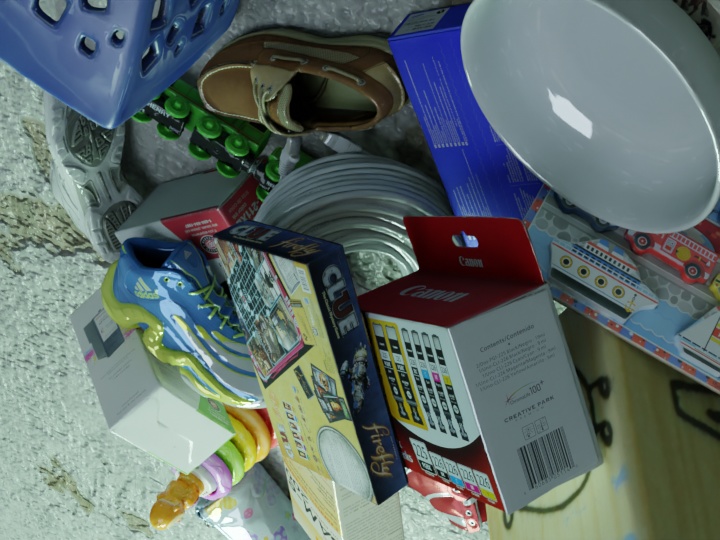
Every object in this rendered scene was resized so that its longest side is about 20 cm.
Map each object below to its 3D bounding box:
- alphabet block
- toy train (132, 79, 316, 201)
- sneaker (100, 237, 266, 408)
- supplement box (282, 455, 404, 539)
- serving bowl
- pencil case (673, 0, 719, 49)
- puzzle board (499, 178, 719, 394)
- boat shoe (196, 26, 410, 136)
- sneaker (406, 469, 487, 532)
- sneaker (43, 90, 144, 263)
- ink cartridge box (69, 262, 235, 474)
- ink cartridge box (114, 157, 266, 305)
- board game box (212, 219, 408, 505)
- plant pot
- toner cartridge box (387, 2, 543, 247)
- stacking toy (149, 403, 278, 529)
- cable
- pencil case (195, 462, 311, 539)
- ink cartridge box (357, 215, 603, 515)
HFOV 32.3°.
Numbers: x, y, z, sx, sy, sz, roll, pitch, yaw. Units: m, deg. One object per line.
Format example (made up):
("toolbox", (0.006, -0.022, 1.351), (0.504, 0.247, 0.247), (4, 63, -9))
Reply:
("alphabet block", (0.217, 0.153, 0.929), (0.194, 0.202, 0.195), (12, 145, -25))
("toy train", (-0.110, -0.112, 1.063), (0.199, 0.057, 0.042), (33, 137, 1))
("sneaker", (-0.142, 0.040, 1.083), (0.198, 0.076, 0.106), (28, 137, 10))
("supplement box", (-0.021, 0.206, 1.242), (0.126, 0.073, 0.202), (44, 151, 44))
("serving bowl", (0.160, -0.119, 0.790), (0.199, 0.066, 0.201), (37, 158, 18))
("pencil case", (0.167, -0.220, 0.760), (0.199, 0.090, 0.078), (37, 131, -2))
("puzzle board", (0.217, -0.016, 0.870), (0.198, 0.152, 0.017), (30, 159, 7))
("boat shoe", (-0.051, -0.145, 0.982), (0.198, 0.074, 0.076), (1, 128, 32))
("sneaker", (0.109, 0.178, 1.172), (0.112, 0.071, 0.200), (42, 146, -1))
("sneaker", (-0.266, -0.104, 1.162), (0.099, 0.077, 0.202), (22, 130, 43))
("ink cartridge box", (-0.206, 0.085, 1.190), (0.067, 0.201, 0.117), (-40, 136, 8))
("ink cartridge box", (-0.110, 0.011, 1.155), (0.144, 0.083, 0.201), (-10, 121, 38))
("board game box", (-0.039, 0.067, 0.946), (0.135, 0.034, 0.202), (16, 128, 52))
("plant pot", (-0.183, -0.256, 0.885), (0.199, 0.200, 0.181), (34, 131, 1))
("toner cartridge box", (0.100, -0.103, 0.944), (0.094, 0.043, 0.202), (-1, 127, 35))
("stacking toy", (-0.150, 0.185, 1.251), (0.110, 0.201, 0.116), (46, 136, -13))
("cable", (0.000, 0.000, 1.033), (0.198, 0.070, 0.201), (18, 121, -15))
("pencil case", (-0.101, 0.304, 1.409), (0.083, 0.091, 0.201), (-21, 115, 43))
("ink cartridge box", (0.063, 0.057, 0.884), (0.200, 0.083, 0.178), (5, 115, 67))
